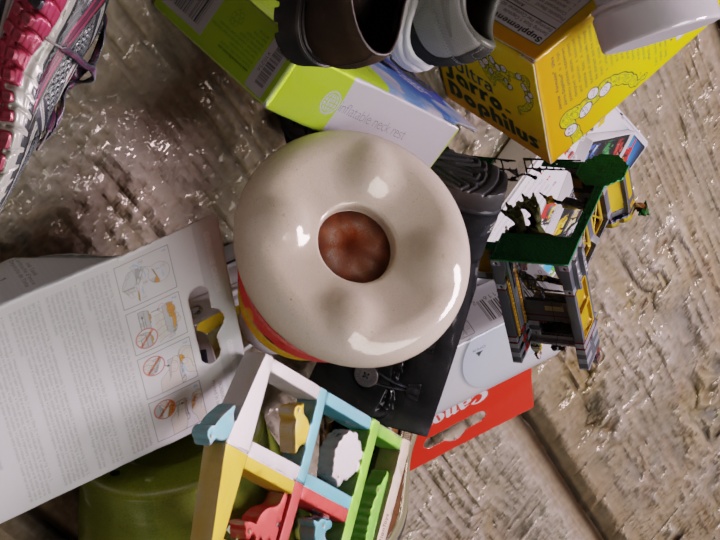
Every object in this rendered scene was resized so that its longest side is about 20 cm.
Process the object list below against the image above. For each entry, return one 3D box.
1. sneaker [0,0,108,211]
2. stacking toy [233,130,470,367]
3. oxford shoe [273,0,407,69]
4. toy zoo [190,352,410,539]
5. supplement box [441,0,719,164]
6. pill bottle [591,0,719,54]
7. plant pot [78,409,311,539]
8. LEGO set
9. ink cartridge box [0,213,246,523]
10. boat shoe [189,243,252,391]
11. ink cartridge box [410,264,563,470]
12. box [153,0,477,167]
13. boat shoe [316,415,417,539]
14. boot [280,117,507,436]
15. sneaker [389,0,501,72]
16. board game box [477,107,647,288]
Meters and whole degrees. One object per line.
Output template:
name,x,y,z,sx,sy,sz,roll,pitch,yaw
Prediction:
sneaker,-0.185,-0.106,1.127,0.075,0.081,0.200,7,113,-55
stacking toy,-0.029,0.013,1.256,0.146,0.146,0.200,-34,175,-27
oxford shoe,0.012,-0.210,1.118,0.073,0.084,0.201,0,98,-46
toy zoo,-0.045,0.139,1.326,0.200,0.020,0.132,34,65,-46
supplement box,0.160,-0.193,1.443,0.200,0.109,0.110,-41,144,-18
pill bottle,0.169,-0.248,1.318,0.111,0.111,0.201,-16,89,-43
plant pot,-0.113,0.184,1.392,0.200,0.200,0.193,-32,128,-29
LEGO set,0.107,-0.004,1.454,0.154,0.199,0.116,-71,154,-46
ink cartridge box,-0.174,0.054,1.264,0.200,0.050,0.163,-26,131,-21
boat shoe,-0.120,0.059,1.344,0.202,0.086,0.075,-30,139,-32
ink cartridge box,0.084,0.098,1.621,0.160,0.047,0.200,-26,143,-16
box,-0.025,-0.125,1.265,0.048,0.122,0.200,-54,146,11
boat shoe,0.006,0.105,1.468,0.074,0.075,0.201,53,36,-65
boot,0.001,0.000,1.381,0.066,0.164,0.200,-45,155,-54
sneaker,0.072,-0.225,1.304,0.074,0.079,0.201,16,81,-54
board game box,0.139,-0.051,1.606,0.200,0.035,0.126,-54,145,0
